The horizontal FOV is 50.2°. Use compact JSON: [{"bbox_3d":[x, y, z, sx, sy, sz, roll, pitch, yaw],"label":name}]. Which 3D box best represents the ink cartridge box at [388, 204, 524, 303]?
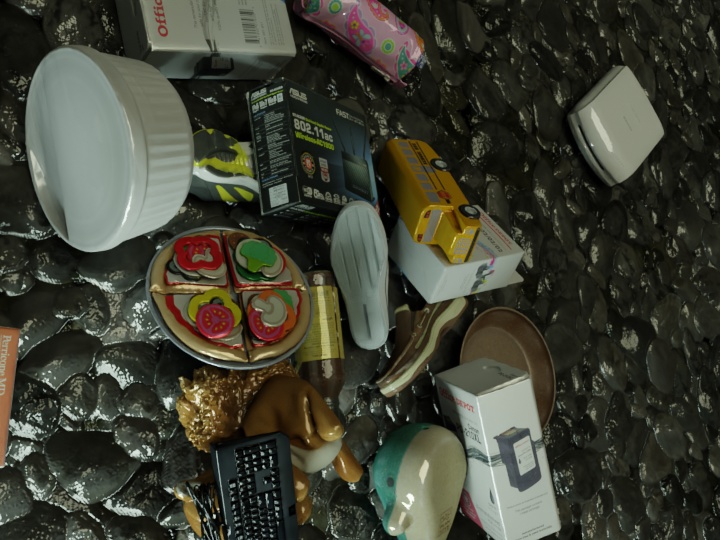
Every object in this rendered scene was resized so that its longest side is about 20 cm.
[{"bbox_3d":[0.149,-0.030,1.096,0.197,0.069,0.116,-10,47,-37],"label":"ink cartridge box"}]

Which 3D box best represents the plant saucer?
[{"bbox_3d":[0.211,0.158,1.144,0.197,0.036,0.205,9,73,-33],"label":"plant saucer"}]

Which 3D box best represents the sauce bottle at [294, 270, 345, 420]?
[{"bbox_3d":[-0.051,0.105,0.953,0.064,0.064,0.205,3,76,-34],"label":"sauce bottle"}]

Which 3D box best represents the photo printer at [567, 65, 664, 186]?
[{"bbox_3d":[0.467,-0.263,1.415,0.200,0.069,0.168,-42,103,-35],"label":"photo printer"}]

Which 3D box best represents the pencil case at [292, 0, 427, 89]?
[{"bbox_3d":[0.001,-0.347,1.097,0.198,0.087,0.089,31,62,-27],"label":"pencil case"}]

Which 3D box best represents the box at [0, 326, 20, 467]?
[{"bbox_3d":[-0.416,0.108,0.671,0.197,0.097,0.128,10,72,-33],"label":"box"}]

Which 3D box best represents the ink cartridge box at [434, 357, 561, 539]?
[{"bbox_3d":[0.175,0.231,1.002,0.083,0.144,0.205,-14,97,-16],"label":"ink cartridge box"}]

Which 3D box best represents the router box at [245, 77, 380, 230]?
[{"bbox_3d":[-0.054,-0.138,0.970,0.199,0.061,0.154,7,71,-60],"label":"router box"}]

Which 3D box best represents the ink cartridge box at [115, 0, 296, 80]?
[{"bbox_3d":[-0.194,-0.320,0.949,0.197,0.083,0.149,-9,83,-37],"label":"ink cartridge box"}]

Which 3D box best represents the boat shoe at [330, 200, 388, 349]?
[{"bbox_3d":[0.000,0.000,0.982,0.072,0.067,0.204,-1,117,2],"label":"boat shoe"}]

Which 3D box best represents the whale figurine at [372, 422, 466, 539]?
[{"bbox_3d":[0.067,0.294,0.982,0.158,0.102,0.205,-13,109,-52],"label":"whale figurine"}]

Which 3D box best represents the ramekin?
[{"bbox_3d":[-0.256,-0.126,0.793,0.093,0.200,0.207,-16,87,-49],"label":"ramekin"}]

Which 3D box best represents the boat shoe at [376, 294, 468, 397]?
[{"bbox_3d":[0.069,0.083,1.048,0.075,0.075,0.203,45,48,-3],"label":"boat shoe"}]

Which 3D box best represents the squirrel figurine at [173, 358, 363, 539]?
[{"bbox_3d":[-0.124,0.196,0.848,0.185,0.142,0.200,-36,64,-13],"label":"squirrel figurine"}]

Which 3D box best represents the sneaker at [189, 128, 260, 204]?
[{"bbox_3d":[-0.155,-0.119,0.936,0.198,0.083,0.076,17,63,-54],"label":"sneaker"}]

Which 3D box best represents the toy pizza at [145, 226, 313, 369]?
[{"bbox_3d":[-0.144,0.021,0.877,0.196,0.032,0.203,14,46,-15],"label":"toy pizza"}]

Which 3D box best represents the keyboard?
[{"bbox_3d":[-0.110,0.253,0.750,0.102,0.040,0.204,-9,118,-12],"label":"keyboard"}]

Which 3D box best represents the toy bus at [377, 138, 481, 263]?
[{"bbox_3d":[0.092,-0.097,1.038,0.077,0.066,0.202,1,41,-22],"label":"toy bus"}]
